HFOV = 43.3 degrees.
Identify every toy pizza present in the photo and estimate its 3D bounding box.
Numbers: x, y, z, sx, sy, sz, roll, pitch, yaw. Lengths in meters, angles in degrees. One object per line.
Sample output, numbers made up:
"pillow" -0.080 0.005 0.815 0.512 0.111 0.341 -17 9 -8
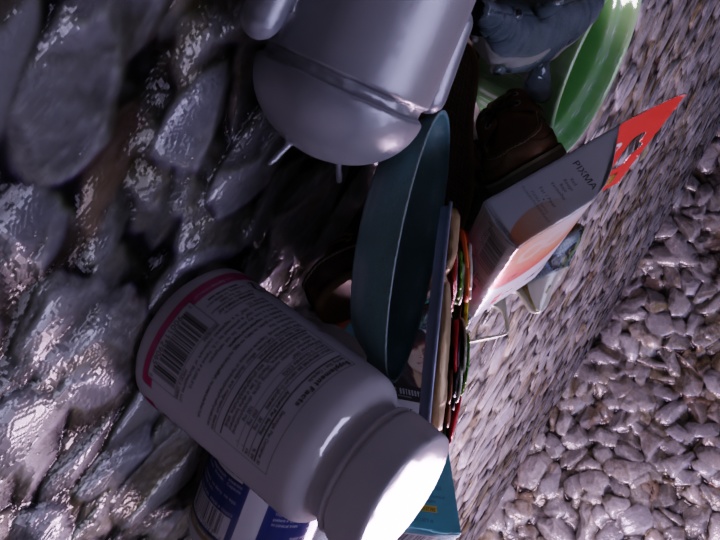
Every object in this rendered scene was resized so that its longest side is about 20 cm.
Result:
"toy pizza" 0.066 0.049 0.686 0.200 0.031 0.203 6 90 -84

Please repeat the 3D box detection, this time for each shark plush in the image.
"shark plush" 0.122 -0.200 0.690 0.083 0.092 0.199 -30 161 30

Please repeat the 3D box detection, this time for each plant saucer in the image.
"plant saucer" 0.028 -0.020 0.668 0.200 0.036 0.202 11 90 -79

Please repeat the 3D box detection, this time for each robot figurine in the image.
"robot figurine" 0.004 -0.151 0.554 0.168 0.113 0.202 13 106 -40

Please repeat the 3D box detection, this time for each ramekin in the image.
"ramekin" 0.200 -0.227 0.933 0.200 0.097 0.201 -49 156 -31

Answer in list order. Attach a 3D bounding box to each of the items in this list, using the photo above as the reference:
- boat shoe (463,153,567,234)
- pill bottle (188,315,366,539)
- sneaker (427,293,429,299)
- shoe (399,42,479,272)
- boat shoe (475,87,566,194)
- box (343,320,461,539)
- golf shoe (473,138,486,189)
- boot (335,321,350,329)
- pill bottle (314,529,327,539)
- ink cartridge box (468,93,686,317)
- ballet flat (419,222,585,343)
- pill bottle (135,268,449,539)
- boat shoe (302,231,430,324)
"boat shoe" 0.133 -0.044 0.849 0.199 0.075 0.072 -33 117 -27
"pill bottle" -0.065 0.144 0.762 0.111 0.110 0.202 -16 131 -61
"sneaker" 0.081 0.004 1.010 0.093 0.070 0.201 26 95 -51
"shoe" 0.064 -0.098 0.786 0.053 0.069 0.202 -179 -80 -78
"boat shoe" 0.126 -0.115 0.775 0.071 0.068 0.200 -27 -172 11
"box" 0.029 0.139 0.791 0.049 0.082 0.202 -52 -147 43
"golf shoe" 0.110 -0.041 0.922 0.092 0.072 0.201 -49 122 -21
"boot" 0.046 0.077 0.944 0.199 0.075 0.108 28 83 -51
"pill bottle" -0.114 0.323 0.873 0.200 0.109 0.110 -48 155 -31
"ink cartridge box" 0.174 -0.048 0.750 0.199 0.050 0.162 -27 163 -14
"ballet flat" 0.142 0.025 0.888 0.199 0.075 0.074 -28 155 1
"pill bottle" -0.047 0.094 0.610 0.113 0.199 0.114 -41 151 -29
"boat shoe" 0.000 0.000 0.798 0.070 0.071 0.200 -42 164 18
